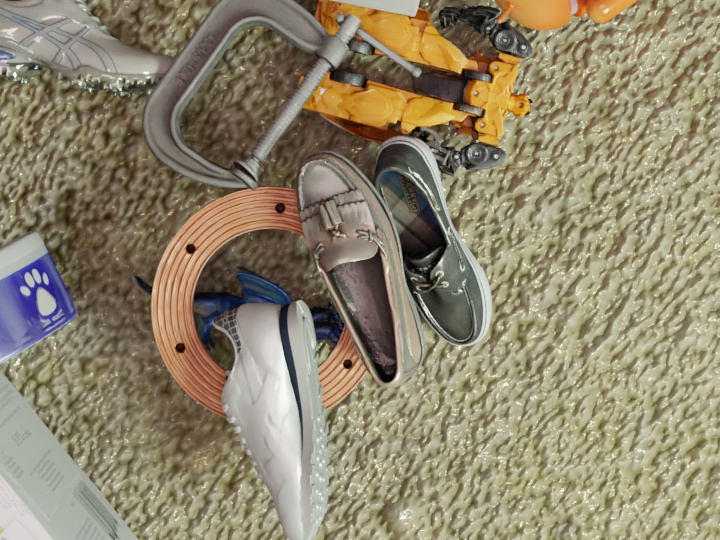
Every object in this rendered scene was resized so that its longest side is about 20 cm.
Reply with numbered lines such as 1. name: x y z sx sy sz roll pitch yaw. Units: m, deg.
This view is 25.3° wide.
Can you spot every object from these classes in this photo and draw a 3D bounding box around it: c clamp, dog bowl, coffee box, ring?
1. c clamp: -0.077 -0.146 1.322 0.171 0.027 0.200 40 85 7
2. dog bowl: -0.336 0.047 1.312 0.199 0.200 0.079 -28 98 2
3. coffee box: -0.329 0.234 1.327 0.197 0.200 0.200 -39 94 3
4. ring: -0.076 0.029 1.344 0.198 0.019 0.203 -1 97 -5

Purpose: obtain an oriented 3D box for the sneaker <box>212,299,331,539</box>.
1. sneaker: -0.071 0.125 1.319 0.080 0.076 0.202 -6 93 6

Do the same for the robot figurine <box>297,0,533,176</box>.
1. robot figurine: 0.050 -0.164 1.369 0.198 0.058 0.147 15 95 -1

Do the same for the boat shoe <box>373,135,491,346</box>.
1. boat shoe: 0.055 -0.015 1.357 0.068 0.057 0.201 -13 113 22

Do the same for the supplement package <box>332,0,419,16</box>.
1. supplement package: 0.014 -0.328 1.304 0.108 0.114 0.202 11 79 -2

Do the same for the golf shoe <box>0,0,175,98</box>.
1. golf shoe: -0.243 -0.201 1.357 0.198 0.078 0.098 9 88 -3

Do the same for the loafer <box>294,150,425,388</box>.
1. loafer: 0.000 0.000 1.301 0.071 0.063 0.202 -20 100 16

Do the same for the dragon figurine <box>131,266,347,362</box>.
1. dragon figurine: -0.094 0.032 1.382 0.199 0.059 0.100 35 91 -8

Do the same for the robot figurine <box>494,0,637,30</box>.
1. robot figurine: 0.181 -0.277 1.331 0.199 0.117 0.145 -30 93 -2
